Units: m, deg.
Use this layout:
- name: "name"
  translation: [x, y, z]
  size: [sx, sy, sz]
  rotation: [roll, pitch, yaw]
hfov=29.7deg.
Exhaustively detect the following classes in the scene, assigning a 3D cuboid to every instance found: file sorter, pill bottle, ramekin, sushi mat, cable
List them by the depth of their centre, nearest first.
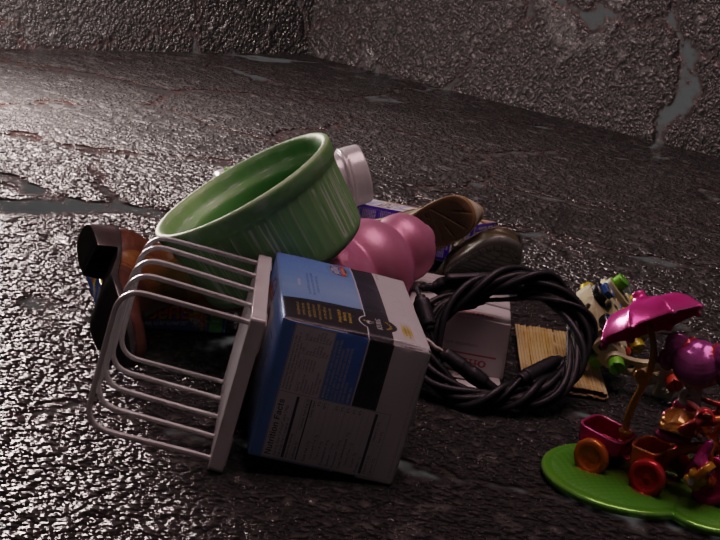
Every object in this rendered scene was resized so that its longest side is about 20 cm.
- name: "file sorter"
  translation: [-0.156, 0.062, 1.203]
  size: [0.124, 0.139, 0.200]
  rotation: [16, 14, -6]
- name: "ramekin"
  translation: [-0.097, -0.047, 1.376]
  size: [0.200, 0.098, 0.200]
  rotation: [-27, 18, 9]
- name: "cable"
  translation: [0.153, 0.070, 1.400]
  size: [0.200, 0.051, 0.163]
  rotation: [0, 54, -11]
- name: "sushi mat"
  translation: [0.224, 0.101, 1.538]
  size: [0.096, 0.012, 0.200]
  rotation: [9, 15, 2]
- name: "pill bottle"
  translation: [-0.090, -0.106, 1.837]
  size: [0.200, 0.111, 0.111]
  rotation: [-16, 21, -11]

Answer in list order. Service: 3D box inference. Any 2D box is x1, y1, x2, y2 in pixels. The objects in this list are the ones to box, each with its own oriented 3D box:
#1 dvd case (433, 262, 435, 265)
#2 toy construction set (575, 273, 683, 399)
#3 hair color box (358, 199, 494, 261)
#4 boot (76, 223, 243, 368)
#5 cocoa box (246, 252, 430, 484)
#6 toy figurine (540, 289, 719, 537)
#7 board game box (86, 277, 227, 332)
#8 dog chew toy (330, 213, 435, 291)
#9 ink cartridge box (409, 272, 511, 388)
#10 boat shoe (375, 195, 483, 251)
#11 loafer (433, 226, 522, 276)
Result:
- name: "dvd case"
  translation: [-0.016, -0.022, 1.781]
  size: [0.200, 0.018, 0.143]
  rotation: [5, -1, -14]
- name: "toy construction set"
  translation: [0.298, 0.077, 1.528]
  size: [0.131, 0.092, 0.200]
  rotation: [43, 10, -24]
- name: "hair color box"
  translation: [0.077, -0.056, 1.914]
  size: [0.200, 0.065, 0.109]
  rotation: [13, 8, 18]
- name: "boot"
  translation: [-0.186, 0.036, 1.424]
  size: [0.200, 0.068, 0.188]
  rotation: [11, 33, -33]
- name: "cocoa box"
  translation: [-0.027, 0.082, 1.222]
  size: [0.131, 0.133, 0.200]
  rotation: [13, 15, -9]
- name: "toy figurine"
  translation: [0.270, 0.113, 1.193]
  size: [0.200, 0.184, 0.150]
  rotation: [20, 19, 34]
- name: "board game box"
  translation: [-0.236, 0.019, 1.547]
  size: [0.135, 0.034, 0.200]
  rotation: [4, 16, -19]
- name: "dog chew toy"
  translation: [0.000, 0.000, 1.490]
  size: [0.200, 0.125, 0.125]
  rotation: [-29, 34, -30]
- name: "ink cartridge box"
  translation: [0.106, 0.064, 1.507]
  size: [0.116, 0.067, 0.200]
  rotation: [10, 15, 2]
- name: "boat shoe"
  translation: [0.054, -0.038, 1.639]
  size: [0.200, 0.072, 0.065]
  rotation: [-22, -5, 21]
- name: "loafer"
  translation: [0.133, -0.015, 1.622]
  size: [0.075, 0.070, 0.200]
  rotation: [18, -24, -16]
